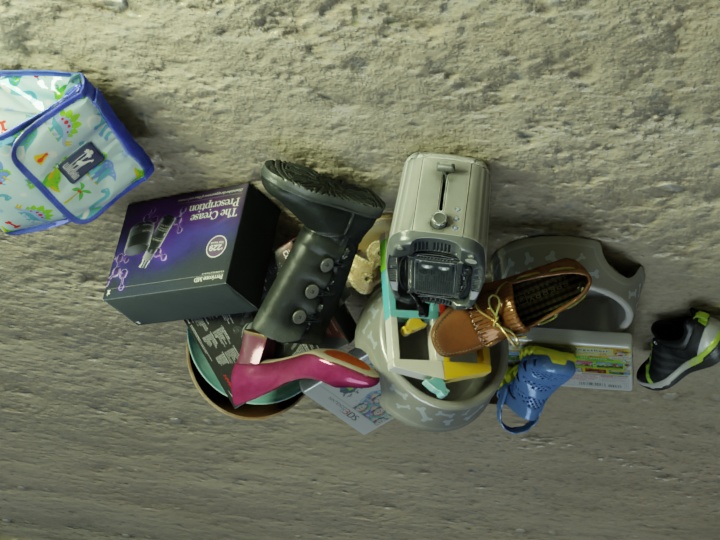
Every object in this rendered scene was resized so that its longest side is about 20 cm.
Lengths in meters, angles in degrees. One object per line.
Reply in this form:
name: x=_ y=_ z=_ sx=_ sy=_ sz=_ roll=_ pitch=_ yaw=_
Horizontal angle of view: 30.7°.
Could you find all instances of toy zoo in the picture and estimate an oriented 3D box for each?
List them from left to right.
toy zoo: x=0.090 y=0.055 z=1.573 sx=0.129 sy=0.203 sz=0.020 roll=4 pitch=158 yaw=-22

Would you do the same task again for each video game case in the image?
video game case: x=0.043 y=0.142 z=1.781 sx=0.198 sy=0.024 sz=0.182 roll=-31 pitch=143 yaw=14
video game case: x=0.265 y=0.117 z=1.753 sx=0.197 sy=0.023 sz=0.182 roll=4 pitch=158 yaw=14

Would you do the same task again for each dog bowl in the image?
dog bowl: x=0.094 y=0.093 z=1.614 sx=0.197 sy=0.203 sz=0.059 roll=17 pitch=154 yaw=-16
dog bowl: x=0.259 y=0.028 z=1.655 sx=0.197 sy=0.059 sz=0.201 roll=8 pitch=156 yaw=4

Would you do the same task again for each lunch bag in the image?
lunch bag: x=-0.353 y=-0.137 z=1.461 sx=0.197 sy=0.129 sz=0.170 roll=-13 pitch=147 yaw=14

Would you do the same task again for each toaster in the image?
toaster: x=0.091 y=-0.043 z=1.479 sx=0.112 sy=0.131 sz=0.201 roll=7 pitch=154 yaw=6

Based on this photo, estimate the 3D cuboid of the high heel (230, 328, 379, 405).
high heel: x=-0.068 y=0.139 z=1.584 sx=0.198 sy=0.098 sz=0.067 roll=14 pitch=-174 yaw=32

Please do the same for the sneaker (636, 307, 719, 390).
sneaker: x=0.420 y=0.095 z=1.757 sx=0.083 sy=0.072 sz=0.200 roll=38 pitch=149 yaw=-4

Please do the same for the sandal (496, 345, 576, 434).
sandal: x=0.228 y=0.158 z=1.723 sx=0.078 sy=0.088 sz=0.200 roll=13 pitch=156 yaw=-6

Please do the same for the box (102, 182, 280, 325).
box: x=-0.210 y=-0.018 z=1.625 sx=0.198 sy=0.143 sz=0.079 roll=-8 pitch=151 yaw=32

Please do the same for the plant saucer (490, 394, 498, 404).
plant saucer: x=0.130 y=0.167 z=1.949 sx=0.197 sy=0.033 sz=0.200 roll=8 pitch=-179 yaw=0

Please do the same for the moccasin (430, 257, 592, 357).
moccasin: x=0.176 y=0.048 z=1.526 sx=0.199 sy=0.075 sz=0.078 roll=-18 pitch=-175 yaw=-1

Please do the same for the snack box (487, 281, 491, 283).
snack box: x=0.154 y=0.084 z=1.813 sx=0.141 sy=0.054 sz=0.199 roll=28 pitch=149 yaw=-35

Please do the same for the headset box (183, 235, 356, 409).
headset box: x=-0.107 y=0.059 z=1.661 sx=0.198 sy=0.150 sz=0.077 roll=-30 pitch=-176 yaw=14

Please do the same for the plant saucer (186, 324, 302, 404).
plant saucer: x=-0.134 y=0.078 z=1.761 sx=0.197 sy=0.203 sz=0.027 roll=12 pitch=-179 yaw=-7

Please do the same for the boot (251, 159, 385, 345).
boot: x=-0.080 y=-0.015 z=1.531 sx=0.163 sy=0.066 sz=0.202 roll=17 pitch=114 yaw=-28

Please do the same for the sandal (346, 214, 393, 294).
sandal: x=0.005 y=0.002 z=1.674 sx=0.077 sy=0.071 sz=0.211 roll=20 pitch=153 yaw=-22

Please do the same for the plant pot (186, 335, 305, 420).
plant pot: x=-0.163 y=0.117 z=1.878 sx=0.184 sy=0.190 sz=0.200 roll=14 pitch=173 yaw=-9
